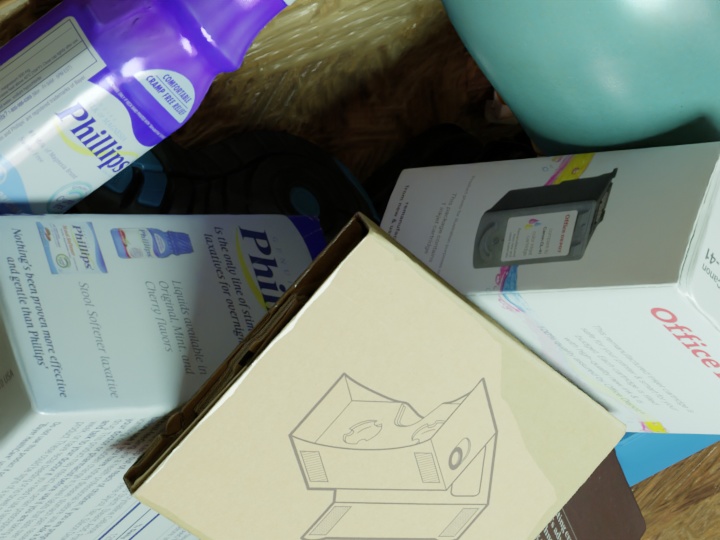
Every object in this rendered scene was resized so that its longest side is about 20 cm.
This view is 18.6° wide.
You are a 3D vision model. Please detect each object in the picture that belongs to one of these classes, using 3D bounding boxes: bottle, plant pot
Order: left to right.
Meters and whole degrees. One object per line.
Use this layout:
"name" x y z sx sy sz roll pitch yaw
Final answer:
"bottle" -0.116 -0.090 1.011 0.200 0.065 0.084 -36 149 3
"plant pot" 0.121 -0.159 1.019 0.201 0.201 0.161 -40 144 10

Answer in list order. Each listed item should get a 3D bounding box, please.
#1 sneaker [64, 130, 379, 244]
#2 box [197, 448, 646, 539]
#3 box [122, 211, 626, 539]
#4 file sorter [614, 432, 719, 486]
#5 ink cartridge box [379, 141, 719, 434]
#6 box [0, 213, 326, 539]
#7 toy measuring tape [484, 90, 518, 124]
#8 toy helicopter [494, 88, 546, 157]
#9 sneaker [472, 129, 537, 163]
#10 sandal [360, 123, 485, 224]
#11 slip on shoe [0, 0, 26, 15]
"sneaker" -0.077 -0.028 1.150 0.200 0.073 0.082 8 141 -39
"box" 0.037 0.156 1.236 0.200 0.164 0.166 -58 133 -44
"box" 0.012 0.086 1.028 0.163 0.021 0.200 -48 125 5
"file sorter" 0.138 0.073 1.382 0.139 0.123 0.200 -6 160 -42
"ink cartridge box" 0.121 0.014 1.068 0.200 0.086 0.148 -4 147 42
"box" -0.128 0.061 1.076 0.200 0.105 0.184 0 151 -40
"toy measuring tape" 0.143 -0.136 1.191 0.074 0.074 0.200 2 135 -45
"toy helicopter" 0.175 -0.095 1.123 0.132 0.079 0.200 -30 -164 -40
"sneaker" 0.102 -0.047 1.236 0.200 0.076 0.091 -49 151 -28
"sandal" 0.000 -0.001 1.229 0.200 0.048 0.075 -46 136 -5
"slip on shoe" -0.129 -0.146 0.921 0.200 0.061 0.076 -22 148 -20
